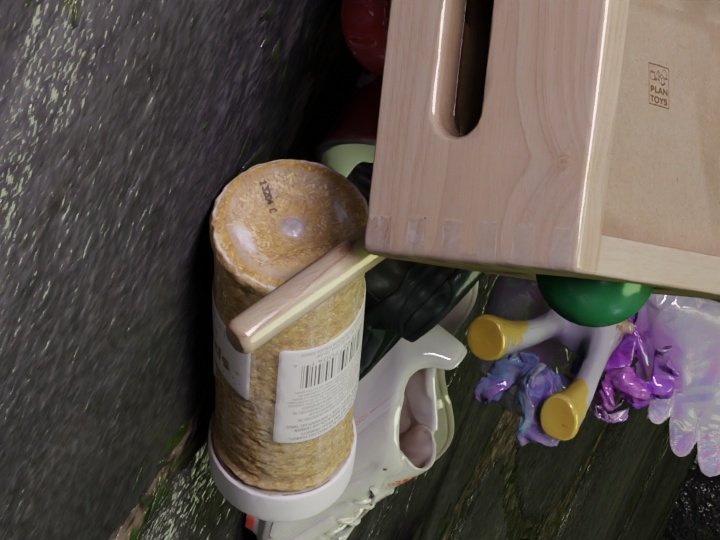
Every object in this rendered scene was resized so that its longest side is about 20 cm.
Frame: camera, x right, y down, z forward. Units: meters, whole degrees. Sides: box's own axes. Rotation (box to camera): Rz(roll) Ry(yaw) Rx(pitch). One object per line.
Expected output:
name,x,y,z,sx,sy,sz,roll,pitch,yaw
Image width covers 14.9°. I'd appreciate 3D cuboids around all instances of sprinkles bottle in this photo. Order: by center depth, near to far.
sprinkles bottle,-0.032,0.034,1.195,0.068,0.068,0.200,-58,165,-31

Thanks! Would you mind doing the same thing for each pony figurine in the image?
pony figurine,0.126,0.020,1.469,0.200,0.166,0.193,-33,129,-61

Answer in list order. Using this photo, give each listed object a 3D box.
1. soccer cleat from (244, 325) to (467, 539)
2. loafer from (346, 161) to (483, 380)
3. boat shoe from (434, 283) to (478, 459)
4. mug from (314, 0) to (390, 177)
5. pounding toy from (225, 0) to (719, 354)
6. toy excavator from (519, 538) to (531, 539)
soccer cleat,-0.004,0.100,1.405,0.069,0.078,0.200,-48,161,-52
loafer,0.000,0.000,1.254,0.073,0.072,0.200,-50,-177,-27
boat shoe,0.019,0.031,1.462,0.067,0.057,0.200,-20,143,-19
mug,0.078,-0.120,1.226,0.178,0.133,0.200,77,36,-73
pounding toy,0.067,-0.055,1.091,0.184,0.142,0.200,8,88,-52
toy excavator,0.044,0.291,1.882,0.100,0.194,0.200,-7,93,-76
